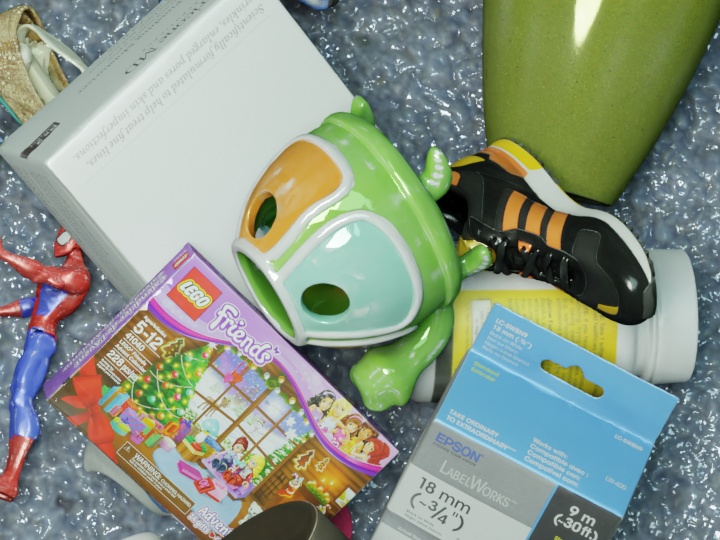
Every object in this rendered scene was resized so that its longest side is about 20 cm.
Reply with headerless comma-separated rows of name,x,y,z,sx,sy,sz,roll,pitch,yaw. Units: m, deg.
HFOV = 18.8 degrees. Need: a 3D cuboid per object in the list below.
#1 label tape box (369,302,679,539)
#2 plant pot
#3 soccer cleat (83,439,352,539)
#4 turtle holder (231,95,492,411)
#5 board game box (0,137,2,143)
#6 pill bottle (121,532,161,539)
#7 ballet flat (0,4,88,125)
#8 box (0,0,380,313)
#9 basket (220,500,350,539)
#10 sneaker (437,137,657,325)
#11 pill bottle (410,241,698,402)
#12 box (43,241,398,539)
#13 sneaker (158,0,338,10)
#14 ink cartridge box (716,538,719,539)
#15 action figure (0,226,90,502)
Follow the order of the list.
label tape box,0.105,0.144,1.471,0.144,0.063,0.200,27,119,4
plant pot,0.161,-0.154,1.566,0.187,0.187,0.200,15,91,1
soccer cleat,-0.101,0.149,1.521,0.200,0.086,0.070,30,49,-17
turtle holder,-0.007,-0.009,1.417,0.132,0.186,0.141,-35,60,-16
board game box,-0.337,-0.136,1.540,0.034,0.135,0.200,-23,76,-39
pill bottle,-0.135,0.286,1.455,0.109,0.110,0.200,-30,79,-10
ballet flat,-0.211,-0.110,1.569,0.065,0.070,0.200,-40,81,20
box,-0.104,-0.071,1.500,0.199,0.131,0.200,-44,112,-13
basket,-0.017,0.259,1.410,0.200,0.136,0.180,55,47,-18
sneaker,0.114,-0.013,1.454,0.090,0.070,0.200,-23,42,-21
pill bottle,0.131,0.034,1.534,0.200,0.114,0.114,-1,76,-3
box,-0.091,0.098,1.438,0.137,0.039,0.200,-45,108,1
sneaker,-0.104,-0.230,1.608,0.200,0.079,0.089,24,113,18
ink cartridge box,0.283,0.193,1.478,0.200,0.160,0.047,-24,77,-9
action figure,-0.253,0.051,1.529,0.099,0.065,0.200,23,75,-11
